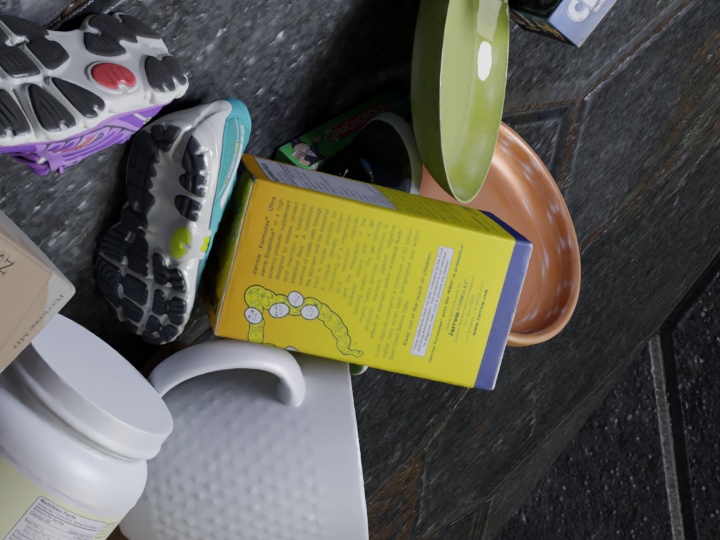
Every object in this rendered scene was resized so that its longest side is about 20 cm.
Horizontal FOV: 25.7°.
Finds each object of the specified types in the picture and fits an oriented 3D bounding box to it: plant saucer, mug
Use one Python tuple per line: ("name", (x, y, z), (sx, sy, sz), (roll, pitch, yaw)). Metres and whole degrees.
("plant saucer", (0.072, -0.150, 1.152), (0.200, 0.031, 0.202), (6, 90, -73))
("plant saucer", (0.096, -0.032, 1.247), (0.037, 0.201, 0.200), (-27, 179, 41))
("mug", (-0.090, 0.118, 1.116), (0.174, 0.148, 0.201), (-7, 139, -3))

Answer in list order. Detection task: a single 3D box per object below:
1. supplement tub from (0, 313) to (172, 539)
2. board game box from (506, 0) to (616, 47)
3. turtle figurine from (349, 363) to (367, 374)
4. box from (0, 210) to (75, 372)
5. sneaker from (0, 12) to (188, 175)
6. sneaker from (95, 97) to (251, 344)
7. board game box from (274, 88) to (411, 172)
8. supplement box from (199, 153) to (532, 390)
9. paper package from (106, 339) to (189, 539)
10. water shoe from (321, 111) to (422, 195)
("supplement tub", (-0.228, 0.138, 1.008), (0.200, 0.145, 0.145), (-50, 162, 8))
("board game box", (0.195, -0.265, 1.197), (0.200, 0.035, 0.136), (-52, -162, 3))
("turtle figurine", (0.030, -0.011, 1.307), (0.193, 0.201, 0.144), (-30, 178, -44))
("box", (-0.232, -0.007, 0.804), (0.095, 0.078, 0.200), (-47, 162, -3))
("sneaker", (-0.166, -0.078, 0.817), (0.084, 0.081, 0.200), (-50, 164, 26))
("sneaker", (-0.116, -0.029, 1.042), (0.080, 0.077, 0.201), (-41, 163, -48))
("board game box", (-0.036, -0.044, 1.261), (0.134, 0.029, 0.201), (-31, 156, -40))
("supplement box", (0.000, 0.000, 1.089), (0.109, 0.198, 0.110), (-129, -127, -72))
("paper package", (-0.160, 0.173, 1.308), (0.191, 0.103, 0.200), (-47, 162, -6))
("water shoe", (-0.025, -0.027, 1.162), (0.079, 0.071, 0.201), (-8, 136, -56))
